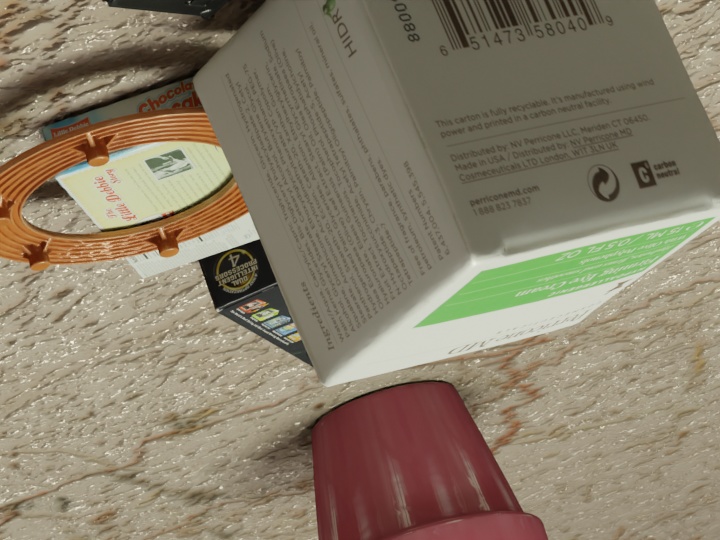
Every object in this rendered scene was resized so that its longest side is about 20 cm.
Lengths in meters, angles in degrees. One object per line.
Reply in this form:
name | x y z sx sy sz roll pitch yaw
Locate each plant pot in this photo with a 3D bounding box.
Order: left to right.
plant pot | 0.043 0.198 2.350 0.200 0.179 0.200 -15 161 -5

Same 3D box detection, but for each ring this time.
ring | -0.133 -0.042 1.679 0.200 0.019 0.200 -13 159 -5

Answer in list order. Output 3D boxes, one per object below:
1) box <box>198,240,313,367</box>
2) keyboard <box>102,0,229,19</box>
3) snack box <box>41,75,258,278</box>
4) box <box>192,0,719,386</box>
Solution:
box | 0.000 0.000 1.973 0.161 0.049 0.200 -25 159 12
keyboard | -0.036 -0.186 1.482 0.127 0.021 0.200 2 154 -41
snack box | -0.108 -0.056 1.743 0.116 0.037 0.200 -18 160 5
box | 0.055 -0.072 1.567 0.199 0.200 0.171 -13 164 -36
